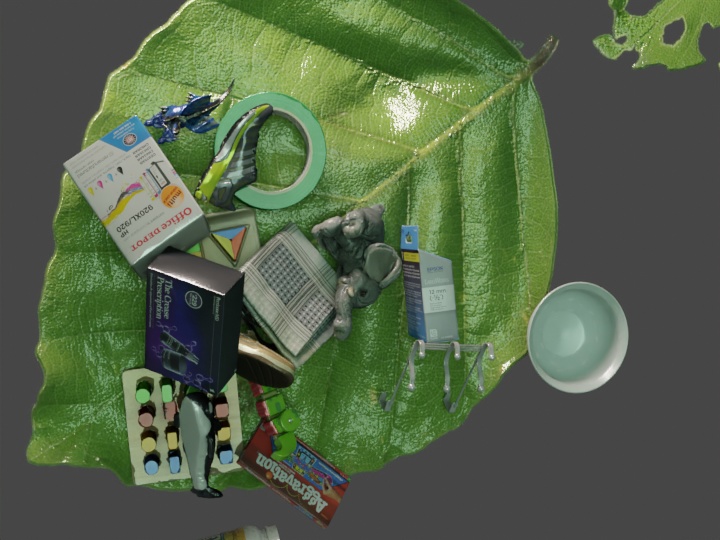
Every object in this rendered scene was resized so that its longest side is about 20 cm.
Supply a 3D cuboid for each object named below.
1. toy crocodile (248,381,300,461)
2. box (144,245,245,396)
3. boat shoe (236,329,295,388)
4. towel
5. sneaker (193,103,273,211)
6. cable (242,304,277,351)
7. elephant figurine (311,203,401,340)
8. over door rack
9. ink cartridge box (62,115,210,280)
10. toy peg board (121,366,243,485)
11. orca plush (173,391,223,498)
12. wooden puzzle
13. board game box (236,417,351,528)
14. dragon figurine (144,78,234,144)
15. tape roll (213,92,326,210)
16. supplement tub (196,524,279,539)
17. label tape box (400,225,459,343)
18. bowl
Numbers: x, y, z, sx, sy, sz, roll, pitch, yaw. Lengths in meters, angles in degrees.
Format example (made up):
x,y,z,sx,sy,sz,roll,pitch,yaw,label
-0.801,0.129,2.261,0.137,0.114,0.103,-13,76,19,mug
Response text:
x,y,z,sx,sy,sz,roll,pitch,yaw,label
-0.158,0.230,1.646,0.061,0.067,0.203,-15,83,-35,toy crocodile
-0.267,0.082,1.507,0.139,0.079,0.203,16,124,11,box
-0.194,0.133,1.602,0.197,0.072,0.077,21,44,9,boat shoe
-0.111,0.040,1.635,0.201,0.034,0.193,53,47,-10,towel
-0.201,-0.191,1.596,0.080,0.074,0.202,32,92,-17,sneaker
-0.189,0.073,1.644,0.198,0.051,0.098,29,116,-21,cable
0.000,0.000,1.658,0.153,0.141,0.203,-21,89,5,elephant figurine
0.135,0.198,1.650,0.145,0.201,0.067,4,50,-20,over door rack
-0.361,-0.115,1.550,0.146,0.145,0.201,-35,85,-9,ink cartridge box
-0.302,0.264,1.618,0.196,0.098,0.203,-6,93,-11,toy peg board
-0.249,0.282,1.565,0.071,0.104,0.204,-24,111,-39,orca plush
-0.256,0.003,1.645,0.182,0.046,0.204,-11,94,-11,wooden puzzle
-0.116,0.356,1.674,0.199,0.019,0.104,39,54,-10,board game box
-0.278,-0.265,1.595,0.198,0.099,0.060,-25,115,-25,dragon figurine
-0.159,-0.208,1.657,0.197,0.048,0.205,0,92,-11,tape roll
-0.227,0.524,1.618,0.196,0.145,0.147,-13,94,-11,supplement tub
0.120,0.020,1.672,0.065,0.143,0.204,-4,93,-10,label tape box
0.389,0.121,1.758,0.197,0.090,0.205,-1,93,-12,bowl
